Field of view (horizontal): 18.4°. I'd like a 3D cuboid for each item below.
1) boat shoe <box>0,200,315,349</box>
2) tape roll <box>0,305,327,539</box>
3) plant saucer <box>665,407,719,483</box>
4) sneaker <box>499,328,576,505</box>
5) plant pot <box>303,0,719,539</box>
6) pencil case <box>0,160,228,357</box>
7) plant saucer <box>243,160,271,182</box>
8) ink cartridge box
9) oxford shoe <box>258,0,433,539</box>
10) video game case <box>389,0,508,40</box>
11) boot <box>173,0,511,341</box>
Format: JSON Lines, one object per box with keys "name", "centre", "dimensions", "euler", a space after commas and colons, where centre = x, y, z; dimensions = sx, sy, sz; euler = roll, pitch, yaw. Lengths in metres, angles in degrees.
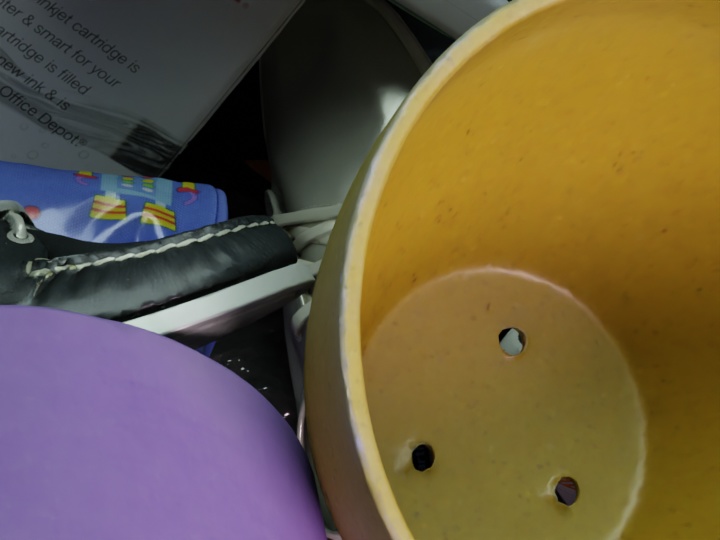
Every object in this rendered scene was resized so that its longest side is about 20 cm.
{"name": "boat shoe", "centre": [-0.113, 0.012, 0.595], "dimensions": [0.199, 0.076, 0.061], "euler": [-17, 82, -7]}
{"name": "tape roll", "centre": [-0.102, 0.107, 0.574], "dimensions": [0.199, 0.201, 0.085], "euler": [-3, 45, -12]}
{"name": "plant saucer", "centre": [0.225, 0.069, 0.728], "dimensions": [0.200, 0.037, 0.199], "euler": [45, 46, 9]}
{"name": "sneaker", "centre": [0.124, 0.076, 0.731], "dimensions": [0.199, 0.080, 0.074], "euler": [21, 43, 9]}
{"name": "plant pot", "centre": [0.063, 0.035, 0.612], "dimensions": [0.199, 0.142, 0.201], "euler": [5, 76, -21]}
{"name": "pencil case", "centre": [-0.138, 0.005, 0.669], "dimensions": [0.199, 0.078, 0.087], "euler": [5, 71, -8]}
{"name": "plant saucer", "centre": [0.031, -0.093, 0.918], "dimensions": [0.199, 0.038, 0.201], "euler": [5, 44, -5]}
{"name": "ink cartridge box", "centre": [-0.126, -0.080, 0.724], "dimensions": [0.144, 0.200, 0.084], "euler": [36, 19, -20]}
{"name": "oxford shoe", "centre": [0.000, 0.000, 0.727], "dimensions": [0.075, 0.201, 0.058], "euler": [-13, -6, 35]}
{"name": "video game case", "centre": [-0.056, -0.161, 0.698], "dimensions": [0.200, 0.022, 0.182], "euler": [25, 23, -43]}
{"name": "boot", "centre": [-0.012, -0.032, 0.807], "dimensions": [0.076, 0.199, 0.169], "euler": [9, 59, -63]}
